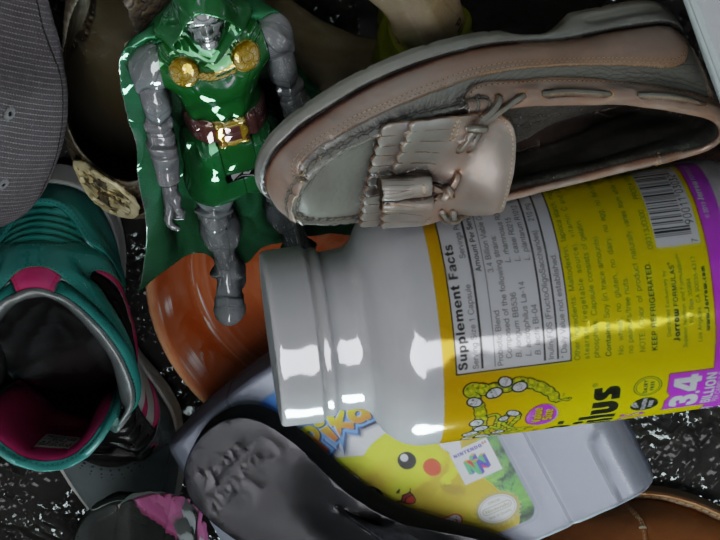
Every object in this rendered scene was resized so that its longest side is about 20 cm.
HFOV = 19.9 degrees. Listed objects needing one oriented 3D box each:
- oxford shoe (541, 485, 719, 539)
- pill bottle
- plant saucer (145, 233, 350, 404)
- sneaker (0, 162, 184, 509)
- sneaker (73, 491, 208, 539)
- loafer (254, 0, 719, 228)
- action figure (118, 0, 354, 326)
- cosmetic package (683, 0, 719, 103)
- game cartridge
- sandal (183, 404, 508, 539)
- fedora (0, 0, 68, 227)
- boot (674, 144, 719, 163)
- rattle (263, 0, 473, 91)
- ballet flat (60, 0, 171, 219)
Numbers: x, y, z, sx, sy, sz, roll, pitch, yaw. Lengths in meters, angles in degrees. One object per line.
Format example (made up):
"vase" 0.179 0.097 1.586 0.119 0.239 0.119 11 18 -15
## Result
"oxford shoe" 0.117 0.146 1.022 0.199 0.071 0.072 12 118 -8
"pill bottle" 0.061 0.016 0.852 0.199 0.104 0.105 -7 121 -5
"plant saucer" 0.000 0.000 0.959 0.199 0.032 0.201 0 120 0
"sneaker" -0.128 0.065 0.942 0.083 0.121 0.201 -8 121 9
"sneaker" -0.118 0.162 0.992 0.086 0.081 0.200 4 153 9
"loafer" 0.057 -0.054 0.804 0.199 0.063 0.072 -20 149 -26
"action figure" -0.052 -0.052 0.837 0.118 0.055 0.200 -19 145 -4
"cosmetic package" 0.207 -0.122 0.789 0.167 0.200 0.167 -20 119 12
"game cartridge" 0.018 0.080 0.951 0.199 0.040 0.134 -26 99 14
"sandal" 0.007 0.137 0.929 0.200 0.043 0.076 29 109 -3
"fedora" -0.179 -0.088 0.853 0.090 0.177 0.201 -12 122 -27
"boot" 0.245 0.000 0.952 0.166 0.072 0.200 -14 121 22
"rattle" -0.029 -0.157 0.861 0.199 0.143 0.130 17 169 33
"ballet flat" -0.100 -0.082 0.847 0.067 0.046 0.200 27 145 7
